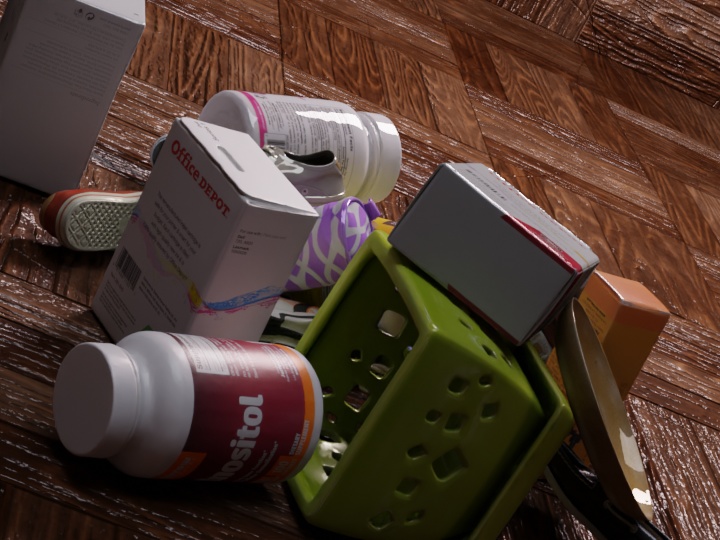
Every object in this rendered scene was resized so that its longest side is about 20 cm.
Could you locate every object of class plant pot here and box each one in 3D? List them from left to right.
[{"bbox_3d":[0.055,0.116,1.580,0.180,0.201,0.199,25,17,-24],"label":"plant pot"},{"bbox_3d":[0.206,0.122,1.611,0.200,0.027,0.202,-21,90,-79],"label":"plant pot"}]

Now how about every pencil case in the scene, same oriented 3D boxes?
[{"bbox_3d":[-0.079,-0.023,1.759,0.198,0.084,0.086,-6,47,22],"label":"pencil case"}]

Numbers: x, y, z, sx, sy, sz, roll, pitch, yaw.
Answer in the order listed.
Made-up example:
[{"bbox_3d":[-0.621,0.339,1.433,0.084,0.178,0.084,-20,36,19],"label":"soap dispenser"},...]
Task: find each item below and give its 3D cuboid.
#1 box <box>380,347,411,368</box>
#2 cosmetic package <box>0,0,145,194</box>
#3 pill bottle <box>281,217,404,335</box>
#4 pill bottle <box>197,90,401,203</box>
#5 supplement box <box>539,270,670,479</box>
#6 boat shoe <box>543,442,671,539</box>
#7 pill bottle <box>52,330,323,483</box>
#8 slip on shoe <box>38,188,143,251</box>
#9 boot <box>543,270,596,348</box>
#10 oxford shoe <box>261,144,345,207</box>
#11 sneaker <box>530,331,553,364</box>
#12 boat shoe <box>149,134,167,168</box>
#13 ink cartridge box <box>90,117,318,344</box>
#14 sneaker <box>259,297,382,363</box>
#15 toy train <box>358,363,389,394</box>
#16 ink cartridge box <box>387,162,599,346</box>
[{"bbox_3d":[0.056,0.069,1.900,0.121,0.048,0.200,13,24,-34],"label":"box"},{"bbox_3d":[-0.308,-0.211,1.885,0.122,0.201,0.200,19,21,-16],"label":"cosmetic package"},{"bbox_3d":[0.000,0.000,1.825,0.198,0.110,0.109,15,13,27],"label":"pill bottle"},{"bbox_3d":[-0.063,-0.121,1.930,0.199,0.114,0.113,3,31,-37],"label":"pill bottle"},{"bbox_3d":[0.215,0.105,1.794,0.066,0.201,0.069,14,20,-32],"label":"supplement box"},{"bbox_3d":[0.232,0.221,1.677,0.201,0.060,0.074,54,17,26],"label":"boat shoe"},{"bbox_3d":[-0.135,0.107,1.466,0.199,0.114,0.113,8,28,-41],"label":"pill bottle"},{"bbox_3d":[-0.224,-0.046,1.794,0.061,0.075,0.199,21,11,39],"label":"slip on shoe"},{"bbox_3d":[0.196,0.060,1.913,0.068,0.201,0.188,-36,39,-27],"label":"boot"},{"bbox_3d":[-0.106,-0.091,1.797,0.198,0.058,0.075,-3,20,-25],"label":"oxford shoe"},{"bbox_3d":[0.123,0.040,1.879,0.200,0.076,0.087,39,18,19],"label":"sneaker"},{"bbox_3d":[-0.143,-0.078,1.960,0.199,0.072,0.071,34,17,11],"label":"boat shoe"},{"bbox_3d":[-0.137,-0.008,1.613,0.083,0.201,0.145,9,27,-40],"label":"ink cartridge box"},{"bbox_3d":[-0.063,0.053,1.750,0.199,0.074,0.080,15,19,-35],"label":"sneaker"},{"bbox_3d":[0.078,0.125,1.755,0.199,0.085,0.116,35,11,19],"label":"toy train"},{"bbox_3d":[0.119,-0.018,1.610,0.145,0.083,0.200,39,10,8],"label":"ink cartridge box"}]
